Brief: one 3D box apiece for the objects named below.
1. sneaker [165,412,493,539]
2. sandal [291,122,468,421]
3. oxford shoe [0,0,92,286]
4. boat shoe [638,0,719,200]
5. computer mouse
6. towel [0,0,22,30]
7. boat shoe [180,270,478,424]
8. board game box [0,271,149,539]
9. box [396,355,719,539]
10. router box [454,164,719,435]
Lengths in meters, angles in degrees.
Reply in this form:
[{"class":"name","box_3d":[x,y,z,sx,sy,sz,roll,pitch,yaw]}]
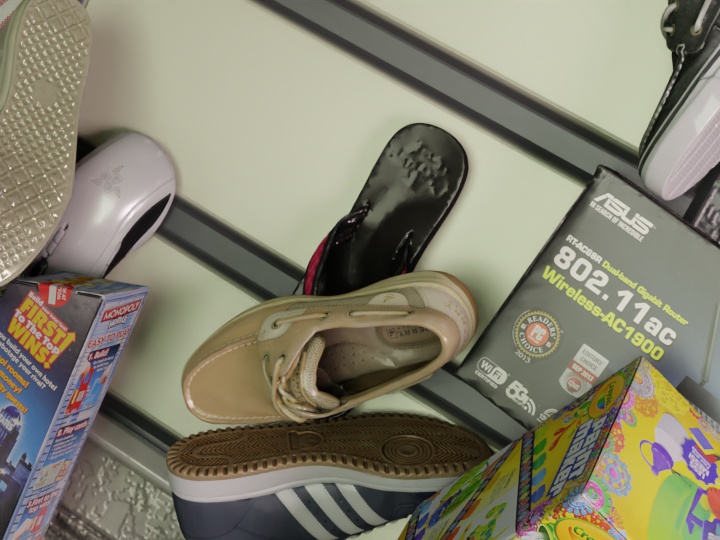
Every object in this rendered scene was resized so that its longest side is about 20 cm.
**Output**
[{"class":"sneaker","box_3d":[-0.017,0.153,0.886,0.199,0.070,0.109,-2,114,0]},{"class":"sandal","box_3d":[0.000,0.000,0.885,0.075,0.045,0.201,29,100,15]},{"class":"oxford shoe","box_3d":[-0.215,-0.079,0.888,0.058,0.075,0.201,-17,57,53]},{"class":"boat shoe","box_3d":[0.206,-0.136,0.808,0.071,0.072,0.200,33,91,24]},{"class":"computer mouse","box_3d":[-0.204,-0.012,0.953,0.110,0.044,0.200,44,104,13]},{"class":"towel","box_3d":[-0.317,-0.180,0.948,0.200,0.030,0.146,40,63,15]},{"class":"boat shoe","box_3d":[-0.029,0.054,0.845,0.199,0.065,0.072,-16,105,24]},{"class":"board game box","box_3d":[-0.239,0.053,0.922,0.200,0.062,0.200,43,107,11]},{"class":"box","box_3d":[0.134,0.190,0.750,0.200,0.122,0.193,46,128,-5]},{"class":"router box","box_3d":[0.177,0.056,0.819,0.200,0.062,0.150,37,101,14]}]
